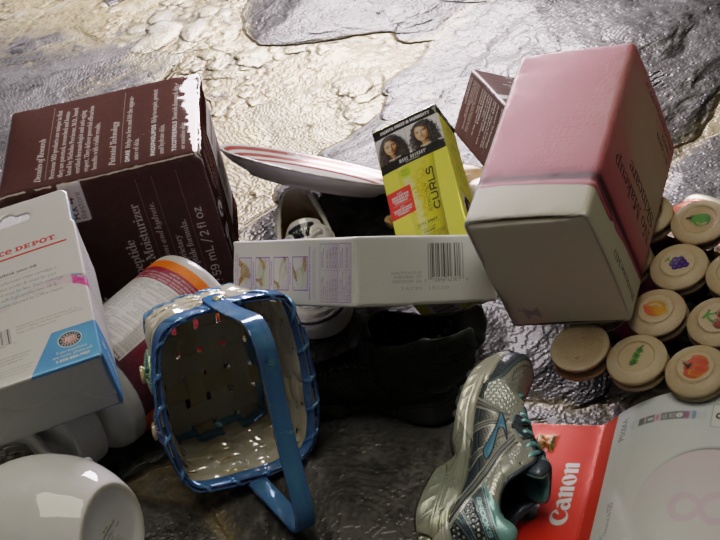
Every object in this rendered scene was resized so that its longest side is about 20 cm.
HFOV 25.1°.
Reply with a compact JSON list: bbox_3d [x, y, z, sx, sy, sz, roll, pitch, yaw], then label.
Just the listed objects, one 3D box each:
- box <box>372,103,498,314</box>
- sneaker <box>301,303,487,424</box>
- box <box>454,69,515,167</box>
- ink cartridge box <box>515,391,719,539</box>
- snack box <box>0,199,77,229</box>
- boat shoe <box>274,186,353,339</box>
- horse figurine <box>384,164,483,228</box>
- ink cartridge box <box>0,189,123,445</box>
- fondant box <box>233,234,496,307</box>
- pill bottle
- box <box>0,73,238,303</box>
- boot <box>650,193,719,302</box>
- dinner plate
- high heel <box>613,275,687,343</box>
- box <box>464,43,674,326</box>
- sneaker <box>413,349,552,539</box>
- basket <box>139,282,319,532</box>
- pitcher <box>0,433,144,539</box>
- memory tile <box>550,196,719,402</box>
[{"bbox_3d":[0.067,-0.053,1.492,0.075,0.050,0.201,-23,55,17],"label":"box"},{"bbox_3d":[0.015,0.073,1.358,0.198,0.105,0.060,4,39,24],"label":"sneaker"},{"bbox_3d":[0.169,-0.124,1.556,0.099,0.076,0.200,8,24,-20],"label":"box"},{"bbox_3d":[0.203,0.159,1.223,0.198,0.057,0.163,4,39,17],"label":"ink cartridge box"},{"bbox_3d":[-0.343,0.035,1.480,0.198,0.170,0.068,-8,27,7],"label":"snack box"},{"bbox_3d":[-0.051,-0.014,1.533,0.070,0.070,0.201,-13,34,3],"label":"boat shoe"},{"bbox_3d":[0.111,-0.053,1.548,0.132,0.050,0.199,-41,45,-22],"label":"horse figurine"},{"bbox_3d":[-0.274,0.036,1.348,0.114,0.068,0.201,-18,48,-3],"label":"ink cartridge box"},{"bbox_3d":[0.000,0.000,1.366,0.143,0.059,0.199,-2,0,-33],"label":"fondant box"},{"bbox_3d":[-0.206,0.084,1.417,0.109,0.110,0.200,16,45,36],"label":"pill bottle"},{"bbox_3d":[-0.231,-0.067,1.586,0.198,0.167,0.165,-13,35,2],"label":"box"},{"bbox_3d":[0.325,-0.014,1.400,0.107,0.076,0.199,-28,36,-27],"label":"boot"},{"bbox_3d":[-0.045,-0.097,1.618,0.198,0.025,0.200,9,9,-1],"label":"dinner plate"},{"bbox_3d":[0.200,0.000,1.393,0.068,0.096,0.200,-56,33,1],"label":"high heel"},{"bbox_3d":[0.177,-0.071,1.334,0.108,0.128,0.201,-4,47,29],"label":"box"},{"bbox_3d":[0.113,0.147,1.247,0.086,0.078,0.201,0,47,27],"label":"sneaker"},{"bbox_3d":[-0.097,0.103,1.304,0.138,0.178,0.200,-19,19,-25],"label":"basket"},{"bbox_3d":[-0.263,0.188,1.285,0.198,0.122,0.172,-4,43,30],"label":"pitcher"},{"bbox_3d":[0.252,0.016,1.318,0.152,0.017,0.201,9,54,32],"label":"memory tile"}]
